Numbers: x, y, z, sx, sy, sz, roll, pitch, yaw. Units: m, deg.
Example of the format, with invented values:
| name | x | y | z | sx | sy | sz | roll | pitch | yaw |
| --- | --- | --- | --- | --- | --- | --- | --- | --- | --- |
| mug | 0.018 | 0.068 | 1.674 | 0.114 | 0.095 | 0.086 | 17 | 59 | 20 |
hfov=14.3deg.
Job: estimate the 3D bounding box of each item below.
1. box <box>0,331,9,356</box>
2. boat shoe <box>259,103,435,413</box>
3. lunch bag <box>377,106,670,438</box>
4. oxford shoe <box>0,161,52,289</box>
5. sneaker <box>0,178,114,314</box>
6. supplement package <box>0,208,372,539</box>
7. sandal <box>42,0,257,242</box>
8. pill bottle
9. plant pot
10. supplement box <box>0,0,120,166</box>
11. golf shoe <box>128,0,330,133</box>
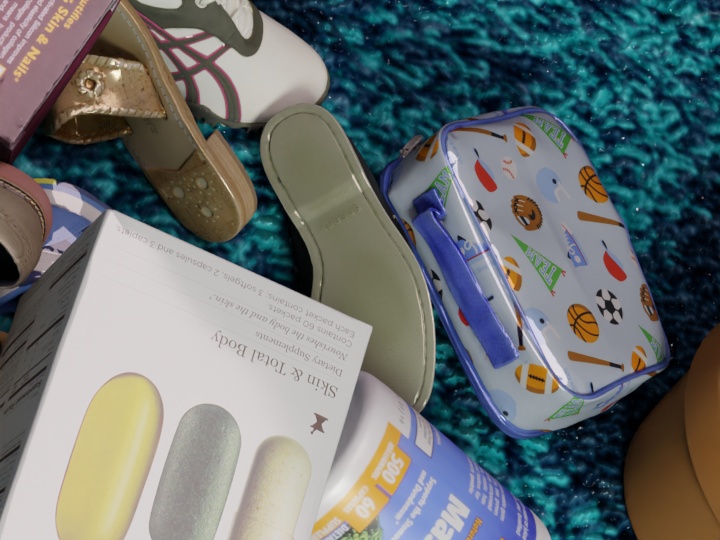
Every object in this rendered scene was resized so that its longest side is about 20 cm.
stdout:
| name | x | y | z | sx | sy | sz | roll | pitch | yaw |
| --- | --- | --- | --- | --- | --- | --- | --- | --- | --- |
| box | -0.262 | 0.101 | 1.457 | 0.163 | 0.021 | 0.201 | 19 | 57 | -28 |
| boat shoe | -0.002 | 0.001 | 1.674 | 0.200 | 0.074 | 0.066 | 64 | 6 | 17 |
| lunch bag | 0.095 | -0.003 | 1.723 | 0.160 | 0.075 | 0.200 | -17 | 77 | -53 |
| oxford shoe | -0.257 | -0.040 | 1.468 | 0.199 | 0.071 | 0.074 | 13 | 25 | -7 |
| sneaker | -0.121 | 0.030 | 1.568 | 0.200 | 0.074 | 0.082 | 28 | 55 | -13 |
| supplement package | -0.111 | 0.107 | 1.419 | 0.151 | 0.151 | 0.201 | 24 | 63 | -15 |
| sandal | -0.145 | -0.090 | 1.607 | 0.212 | 0.078 | 0.070 | 50 | 46 | -12 |
| pill bottle | 0.035 | 0.155 | 1.580 | 0.200 | 0.112 | 0.112 | 41 | 49 | -23 |
| plant pot | 0.254 | 0.123 | 1.746 | 0.200 | 0.140 | 0.201 | 17 | 58 | -29 |
| supplement box | -0.242 | -0.152 | 1.522 | 0.200 | 0.086 | 0.111 | 34 | 72 | -5 |
| golf shoe | -0.093 | -0.144 | 1.666 | 0.200 | 0.088 | 0.077 | 22 | 54 | -27 |
